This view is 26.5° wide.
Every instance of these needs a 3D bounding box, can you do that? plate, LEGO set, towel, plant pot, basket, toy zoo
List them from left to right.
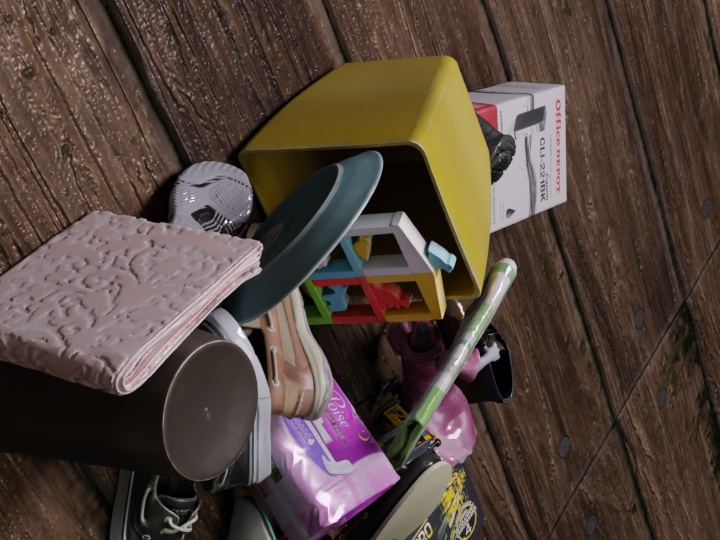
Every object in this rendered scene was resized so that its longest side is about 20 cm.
[{"bbox_3d":[-0.204,0.021,1.224,0.191,0.199,0.032,-43,132,-41],"label":"towel"},{"bbox_3d":[-0.194,0.096,1.252,0.180,0.199,0.137,-35,125,-43],"label":"basket"},{"bbox_3d":[-0.058,-0.036,1.352,0.026,0.200,0.201,41,61,-17],"label":"plate"},{"bbox_3d":[-0.024,0.200,1.610,0.199,0.116,0.154,-33,153,-29],"label":"LEGO set"},{"bbox_3d":[0.000,0.000,1.494,0.132,0.198,0.021,64,34,-39],"label":"toy zoo"},{"bbox_3d":[0.027,-0.104,1.529,0.201,0.198,0.177,65,36,-38],"label":"plant pot"},{"bbox_3d":[0.087,0.092,1.530,0.201,0.031,0.149,-56,173,-26],"label":"towel"}]

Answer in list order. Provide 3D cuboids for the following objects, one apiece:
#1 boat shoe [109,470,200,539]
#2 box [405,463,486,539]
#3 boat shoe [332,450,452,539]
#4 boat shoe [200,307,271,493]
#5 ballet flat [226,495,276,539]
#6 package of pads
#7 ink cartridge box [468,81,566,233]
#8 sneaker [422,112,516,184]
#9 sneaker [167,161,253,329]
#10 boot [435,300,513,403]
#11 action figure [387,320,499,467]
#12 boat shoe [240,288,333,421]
[{"bbox_3d":[-0.184,0.216,1.406,0.070,0.063,0.202,-8,104,-52],"label":"boat shoe"},{"bbox_3d":[0.061,0.302,1.773,0.200,0.049,0.162,-50,131,-34],"label":"box"},{"bbox_3d":[0.019,0.251,1.537,0.073,0.063,0.202,-1,133,-48],"label":"boat shoe"},{"bbox_3d":[-0.121,0.125,1.338,0.071,0.072,0.201,-25,132,-23],"label":"boat shoe"},{"bbox_3d":[-0.105,0.320,1.547,0.069,0.069,0.201,-44,132,-39],"label":"ballet flat"},{"bbox_3d":[-0.063,0.153,1.470,0.120,0.076,0.201,-26,77,-44],"label":"package of pads"},{"bbox_3d":[0.156,-0.132,1.771,0.199,0.083,0.146,-22,114,-50],"label":"ink cartridge box"},{"bbox_3d":[0.084,-0.089,1.666,0.201,0.091,0.076,-53,160,21],"label":"sneaker"},{"bbox_3d":[-0.152,-0.006,1.391,0.201,0.074,0.115,-81,-170,-48],"label":"sneaker"},{"bbox_3d":[0.133,0.061,1.773,0.074,0.096,0.202,-23,116,-49],"label":"boot"},{"bbox_3d":[0.065,0.116,1.675,0.149,0.133,0.201,-50,143,-34],"label":"action figure"},{"bbox_3d":[-0.092,0.054,1.413,0.071,0.201,0.076,-2,133,-30],"label":"boat shoe"}]
